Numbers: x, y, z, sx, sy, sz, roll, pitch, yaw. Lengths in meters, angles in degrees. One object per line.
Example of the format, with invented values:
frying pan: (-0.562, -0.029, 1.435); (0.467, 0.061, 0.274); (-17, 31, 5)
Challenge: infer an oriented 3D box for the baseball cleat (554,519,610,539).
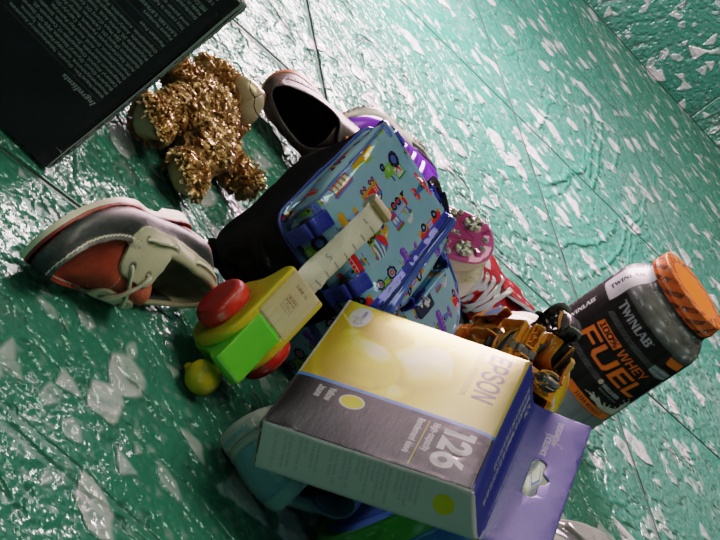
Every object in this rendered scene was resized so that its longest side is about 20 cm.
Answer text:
baseball cleat: (0.222, 0.277, 1.453); (0.200, 0.070, 0.106); (40, 27, 13)

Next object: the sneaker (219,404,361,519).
sneaker: (-0.019, 0.143, 1.213); (0.200, 0.074, 0.082); (0, 55, -52)

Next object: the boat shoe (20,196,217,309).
boat shoe: (-0.157, -0.005, 1.148); (0.063, 0.071, 0.200); (61, 17, 11)

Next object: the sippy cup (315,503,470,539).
sippy cup: (0.057, 0.210, 1.197); (0.131, 0.177, 0.140); (62, -22, -6)

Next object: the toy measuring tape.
toy measuring tape: (-0.060, 0.016, 1.220); (0.073, 0.200, 0.074); (34, -26, 19)

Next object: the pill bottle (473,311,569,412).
pill bottle: (0.131, 0.101, 1.544); (0.113, 0.113, 0.200); (53, 20, -2)

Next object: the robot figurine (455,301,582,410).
robot figurine: (0.100, 0.086, 1.334); (0.058, 0.145, 0.200); (33, -15, -14)

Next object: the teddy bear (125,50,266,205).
teddy bear: (-0.127, -0.124, 1.404); (0.145, 0.067, 0.200); (59, 21, 9)

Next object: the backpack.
backpack: (0.002, 0.008, 1.346); (0.200, 0.134, 0.183); (58, 44, -13)

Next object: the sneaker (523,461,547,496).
sneaker: (0.115, 0.181, 1.359); (0.088, 0.075, 0.200); (42, 45, -8)

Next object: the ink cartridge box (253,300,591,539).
ink cartridge box: (0.052, 0.103, 1.150); (0.199, 0.047, 0.198); (16, 25, 10)

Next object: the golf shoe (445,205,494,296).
golf shoe: (0.023, -0.033, 1.556); (0.199, 0.092, 0.075); (26, 52, 12)

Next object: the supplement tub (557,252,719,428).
supplement tub: (0.267, 0.075, 1.759); (0.123, 0.200, 0.123); (44, 22, -23)

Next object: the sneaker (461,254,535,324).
sneaker: (0.109, 0.016, 1.693); (0.113, 0.071, 0.200); (58, 18, 21)

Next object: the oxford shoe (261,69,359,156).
oxford shoe: (-0.019, -0.107, 1.596); (0.200, 0.071, 0.073); (40, 6, -8)

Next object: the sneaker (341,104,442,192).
sneaker: (0.030, -0.096, 1.703); (0.200, 0.069, 0.100); (20, 41, -56)

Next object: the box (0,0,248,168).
box: (-0.183, -0.211, 1.231); (0.124, 0.196, 0.200); (44, 22, -20)
